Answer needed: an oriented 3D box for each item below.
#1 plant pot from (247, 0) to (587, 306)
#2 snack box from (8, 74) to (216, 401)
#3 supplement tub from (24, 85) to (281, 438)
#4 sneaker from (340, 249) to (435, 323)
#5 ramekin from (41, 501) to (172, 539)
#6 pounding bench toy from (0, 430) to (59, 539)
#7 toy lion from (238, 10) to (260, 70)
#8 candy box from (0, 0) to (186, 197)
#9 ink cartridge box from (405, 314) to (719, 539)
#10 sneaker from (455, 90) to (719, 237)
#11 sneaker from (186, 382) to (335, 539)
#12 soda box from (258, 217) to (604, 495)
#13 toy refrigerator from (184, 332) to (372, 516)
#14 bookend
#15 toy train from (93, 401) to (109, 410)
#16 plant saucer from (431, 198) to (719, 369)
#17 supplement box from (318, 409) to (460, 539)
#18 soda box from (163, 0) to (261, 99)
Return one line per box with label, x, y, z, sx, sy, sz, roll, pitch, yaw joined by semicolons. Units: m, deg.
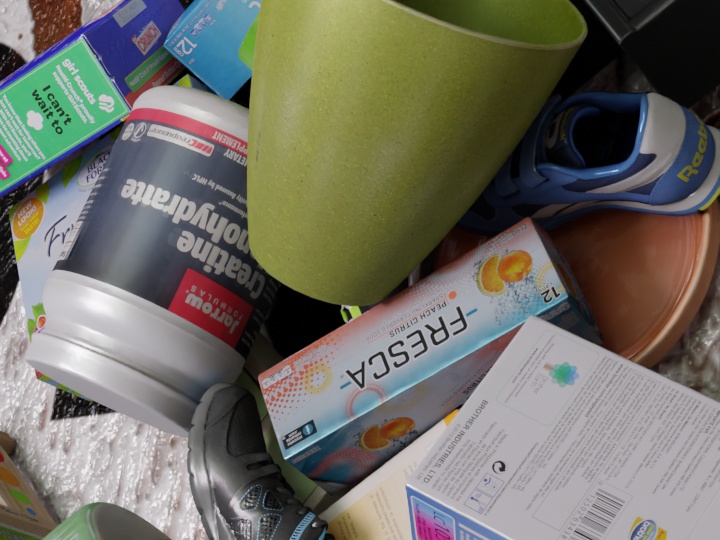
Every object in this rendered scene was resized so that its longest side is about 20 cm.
plant pot;0.007;-0.087;1.012;0.187;0.187;0.200;48;125;42
snack box;-0.169;-0.024;1.312;0.200;0.068;0.169;-32;53;21
supplement tub;-0.121;-0.006;1.128;0.140;0.140;0.200;13;74;42
sneaker;0.000;0.000;1.133;0.072;0.083;0.201;154;127;-67
ramekin;-0.141;0.240;1.080;0.098;0.200;0.200;-44;48;3
pounding bench toy;-0.341;0.176;1.265;0.124;0.200;0.156;-52;48;7
toy lion;-0.019;-0.188;1.190;0.200;0.069;0.192;-45;-4;-44
candy box;-0.238;-0.134;1.361;0.200;0.077;0.169;-30;13;26
ink cartridge box;0.143;0.129;0.924;0.200;0.076;0.137;24;59;27
sneaker;0.121;-0.070;1.046;0.200;0.082;0.074;-9;65;38
sneaker;-0.053;0.156;1.041;0.082;0.073;0.201;-18;61;12
soda box;0.042;0.054;1.042;0.200;0.064;0.069;-31;52;12
toy refrigerator;-0.066;0.108;1.163;0.076;0.070;0.200;-52;48;7
bookend;0.143;-0.163;1.076;0.200;0.092;0.199;-39;40;12
toy train;-0.154;0.002;1.222;0.046;0.034;0.201;13;79;42
plant saucer;0.134;-0.009;1.082;0.200;0.032;0.201;-17;59;31
supplement box;0.026;0.197;1.042;0.200;0.073;0.126;-39;50;18
soda box;-0.058;-0.226;1.305;0.200;0.068;0.064;-45;14;14
